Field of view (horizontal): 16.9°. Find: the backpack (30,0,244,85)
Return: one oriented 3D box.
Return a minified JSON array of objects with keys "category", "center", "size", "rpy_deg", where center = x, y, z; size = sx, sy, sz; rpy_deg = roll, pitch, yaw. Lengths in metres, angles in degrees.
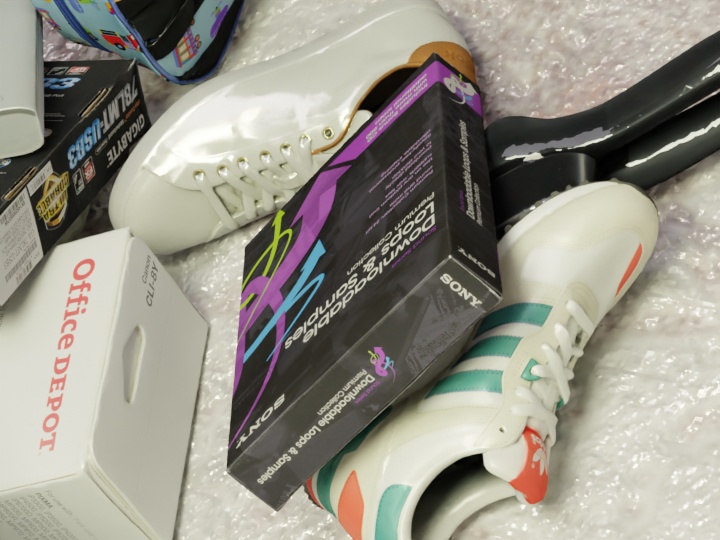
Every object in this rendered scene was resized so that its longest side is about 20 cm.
[{"category":"backpack","center":[-0.126,-0.203,1.302],"size":[0.134,0.183,0.200],"rpy_deg":[1,60,24]}]

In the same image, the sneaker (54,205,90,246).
[{"category":"sneaker","center":[-0.231,-0.011,1.277],"size":[0.200,0.088,0.076],"rpy_deg":[-41,42,-5]}]

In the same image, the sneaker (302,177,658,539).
[{"category":"sneaker","center":[0.069,0.053,1.044],"size":[0.200,0.070,0.093],"rpy_deg":[-44,46,1]}]

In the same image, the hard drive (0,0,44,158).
[{"category":"hard drive","center":[-0.228,-0.098,1.237],"size":[0.132,0.026,0.200],"rpy_deg":[-11,26,-2]}]

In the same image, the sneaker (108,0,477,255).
[{"category":"sneaker","center":[-0.033,-0.061,1.199],"size":[0.200,0.073,0.085],"rpy_deg":[-33,41,3]}]

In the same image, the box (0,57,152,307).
[{"category":"box","center":[-0.233,-0.046,1.216],"size":[0.200,0.050,0.199],"rpy_deg":[1,27,19]}]

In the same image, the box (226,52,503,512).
[{"category":"box","center":[0.000,0.000,1.081],"size":[0.143,0.036,0.200],"rpy_deg":[-45,22,21]}]

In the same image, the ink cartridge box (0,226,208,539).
[{"category":"ink cartridge box","center":[-0.184,0.078,1.173],"size":[0.200,0.083,0.145],"rpy_deg":[-14,47,24]}]

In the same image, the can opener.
[{"category":"can opener","center":[0.128,-0.059,1.098],"size":[0.200,0.063,0.079],"rpy_deg":[-28,46,15]}]
